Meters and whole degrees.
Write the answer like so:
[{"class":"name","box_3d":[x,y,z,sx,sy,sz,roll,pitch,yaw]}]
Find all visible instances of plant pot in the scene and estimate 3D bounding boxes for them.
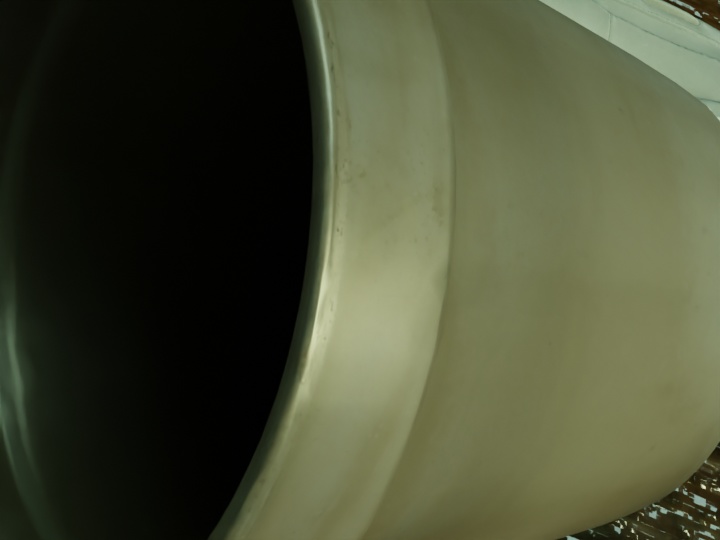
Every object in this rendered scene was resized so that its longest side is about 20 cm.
[{"class":"plant pot","box_3d":[0.000,0.000,0.745,0.173,0.200,0.201,8,45,-37]}]

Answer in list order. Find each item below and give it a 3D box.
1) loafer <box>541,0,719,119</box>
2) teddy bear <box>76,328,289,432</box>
[{"class":"loafer","box_3d":[0.067,-0.070,1.007,0.199,0.070,0.070,25,34,-22]},{"class":"teddy bear","box_3d":[-0.061,-0.010,0.867,0.144,0.067,0.201,-15,65,-32]}]
